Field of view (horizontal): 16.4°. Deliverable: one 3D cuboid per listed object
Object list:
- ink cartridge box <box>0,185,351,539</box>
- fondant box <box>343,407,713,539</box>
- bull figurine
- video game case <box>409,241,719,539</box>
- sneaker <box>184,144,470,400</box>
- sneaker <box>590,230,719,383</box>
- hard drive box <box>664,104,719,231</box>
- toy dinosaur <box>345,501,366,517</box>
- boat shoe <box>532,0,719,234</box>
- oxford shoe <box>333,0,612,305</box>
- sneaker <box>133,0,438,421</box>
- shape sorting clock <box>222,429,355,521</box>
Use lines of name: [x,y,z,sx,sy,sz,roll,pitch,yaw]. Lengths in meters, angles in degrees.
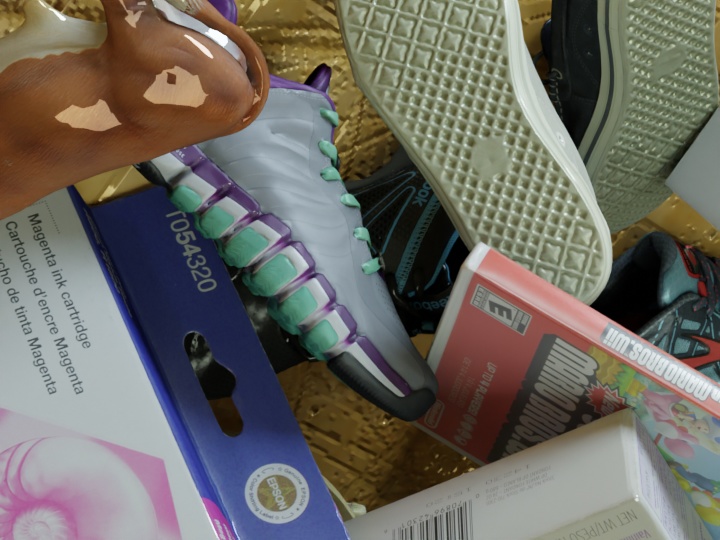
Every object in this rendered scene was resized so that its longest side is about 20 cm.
ink cartridge box: [-0.126,0.061,0.996,0.199,0.197,0.043,-20,155,-14]
fondant box: [0.091,0.166,1.039,0.144,0.058,0.200,-24,124,17]
bull figurine: [-0.138,-0.068,0.958,0.199,0.065,0.122,-20,115,3]
video game case: [0.117,0.077,1.034,0.017,0.200,0.143,-55,171,-29]
sneaker: [0.000,0.000,1.091,0.200,0.082,0.073,-33,132,-3]
sneaker: [0.160,0.027,1.195,0.199,0.079,0.096,-13,124,-20]
hard drive box: [0.258,-0.060,1.159,0.200,0.077,0.156,19,111,-52]
toy dinosaur: [0.031,0.167,1.242,0.088,0.048,0.200,-16,129,1]
boat shoe: [0.116,-0.092,1.107,0.074,0.062,0.200,-25,144,-17]
oxford shoe: [0.045,-0.072,1.039,0.075,0.058,0.200,-27,89,8]
sneaker: [-0.021,-0.030,1.026,0.088,0.074,0.200,-44,100,-5]
shape sorting clock: [-0.092,0.157,1.162,0.199,0.039,0.201,-7,121,-12]
